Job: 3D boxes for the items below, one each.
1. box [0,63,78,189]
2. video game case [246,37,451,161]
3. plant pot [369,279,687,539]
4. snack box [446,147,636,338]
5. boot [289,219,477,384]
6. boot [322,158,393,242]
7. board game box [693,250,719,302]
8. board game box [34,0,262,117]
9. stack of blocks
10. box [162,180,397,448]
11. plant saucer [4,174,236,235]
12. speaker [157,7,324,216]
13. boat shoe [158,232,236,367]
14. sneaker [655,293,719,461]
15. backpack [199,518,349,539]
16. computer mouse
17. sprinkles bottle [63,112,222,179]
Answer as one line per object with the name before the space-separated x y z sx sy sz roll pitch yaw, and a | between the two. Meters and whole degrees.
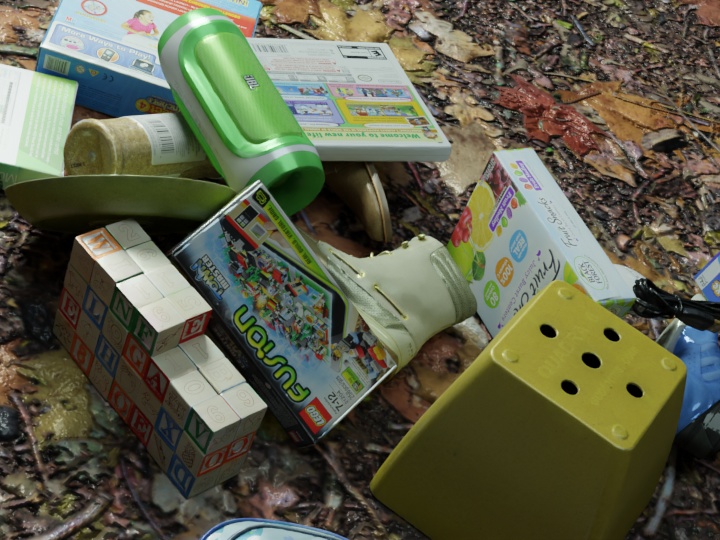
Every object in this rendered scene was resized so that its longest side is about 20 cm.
box | -0.369 -0.143 1.483 0.198 0.036 0.145 11 42 -12
video game case | -0.031 -0.170 1.582 0.198 0.022 0.183 -1 42 -27
plant pot | 0.160 0.133 1.330 0.199 0.177 0.200 35 42 12
snack box | 0.162 0.004 1.492 0.053 0.143 0.201 -6 49 -30
boot | 0.000 0.000 1.476 0.200 0.072 0.154 44 45 15
boot | -0.026 -0.093 1.580 0.075 0.074 0.201 -19 50 -14
board game box | 0.434 0.061 1.584 0.199 0.045 0.135 17 36 -40
board game box | -0.214 -0.231 1.632 0.198 0.056 0.197 18 41 -7
stack of blocks | -0.163 0.069 1.293 0.058 0.116 0.200 -22 58 -39
box | -0.068 0.037 1.345 0.110 0.035 0.201 -42 100 -30
plant saucer | -0.206 -0.053 1.378 0.198 0.200 0.031 1 84 -24
speaker | -0.110 -0.143 1.445 0.088 0.089 0.201 -13 58 -35
boat shoe | -0.099 0.037 1.393 0.200 0.066 0.072 31 39 7
sneaker | 0.327 0.107 1.515 0.111 0.077 0.200 36 34 4
backpack | -0.052 0.264 1.111 0.182 0.148 0.201 16 33 -10
computer mouse | 0.258 0.020 1.511 0.109 0.044 0.200 12 2 -24
sprinkles bottle | -0.183 -0.112 1.473 0.068 0.068 0.199 43 29 21
